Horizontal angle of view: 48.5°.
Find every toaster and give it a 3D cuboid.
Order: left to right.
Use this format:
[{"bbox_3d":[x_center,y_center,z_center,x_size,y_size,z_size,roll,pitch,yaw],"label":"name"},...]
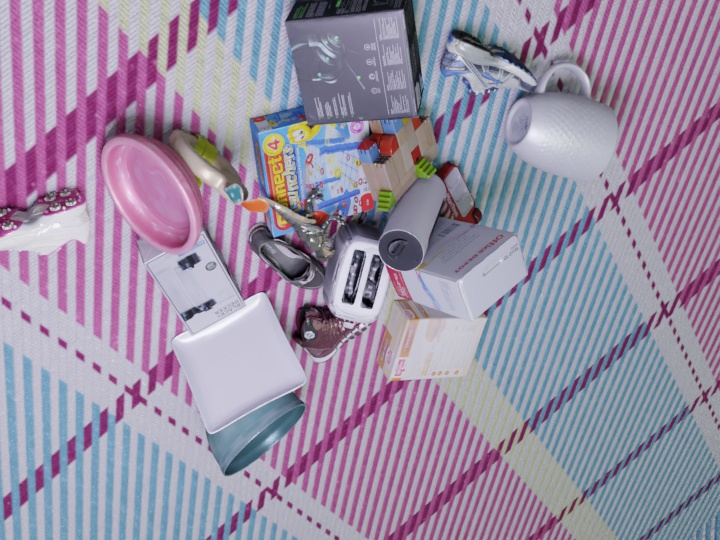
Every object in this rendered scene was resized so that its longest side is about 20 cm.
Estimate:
[{"bbox_3d":[0.000,0.000,1.452,0.111,0.129,0.204,14,101,-10],"label":"toaster"}]

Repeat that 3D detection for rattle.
[{"bbox_3d":[-0.243,-0.113,1.234,0.142,0.200,0.130,-41,158,-3],"label":"rattle"}]

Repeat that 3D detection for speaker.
[{"bbox_3d":[0.090,-0.086,1.358,0.079,0.201,0.083,9,126,13],"label":"speaker"}]

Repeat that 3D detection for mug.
[{"bbox_3d":[0.367,-0.281,1.480,0.172,0.147,0.205,9,97,-23],"label":"mug"}]

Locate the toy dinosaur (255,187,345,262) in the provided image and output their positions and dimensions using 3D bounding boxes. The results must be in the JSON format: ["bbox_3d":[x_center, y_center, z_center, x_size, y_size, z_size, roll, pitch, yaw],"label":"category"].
[{"bbox_3d":[-0.083,-0.085,1.365,0.088,0.048,0.200,-36,130,11],"label":"toy dinosaur"}]

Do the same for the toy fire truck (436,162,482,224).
[{"bbox_3d":[0.169,-0.081,1.536,0.169,0.111,0.201,-50,130,-16],"label":"toy fire truck"}]

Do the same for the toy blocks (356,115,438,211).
[{"bbox_3d":[0.061,-0.218,1.360,0.201,0.098,0.139,-49,134,-34],"label":"toy blocks"}]

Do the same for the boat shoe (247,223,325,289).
[{"bbox_3d":[-0.129,-0.011,1.456,0.067,0.057,0.199,-45,129,7],"label":"boat shoe"}]

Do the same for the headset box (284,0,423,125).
[{"bbox_3d":[-0.011,-0.327,1.234,0.195,0.094,0.177,-3,129,14],"label":"headset box"}]

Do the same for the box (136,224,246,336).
[{"bbox_3d":[-0.285,0.008,1.371,0.115,0.060,0.202,-27,137,-7],"label":"box"}]

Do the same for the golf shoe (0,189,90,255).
[{"bbox_3d":[-0.510,-0.053,1.228,0.196,0.076,0.093,-18,131,-14],"label":"golf shoe"}]

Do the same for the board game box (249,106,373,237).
[{"bbox_3d":[-0.079,-0.178,1.370,0.192,0.056,0.203,-17,127,-16],"label":"board game box"}]

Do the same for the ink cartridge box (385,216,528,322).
[{"bbox_3d":[0.158,-0.006,1.341,0.145,0.199,0.084,-36,119,-23],"label":"ink cartridge box"}]

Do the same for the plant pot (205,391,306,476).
[{"bbox_3d":[-0.219,0.271,1.524,0.199,0.135,0.201,-39,165,-12],"label":"plant pot"}]

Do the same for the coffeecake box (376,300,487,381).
[{"bbox_3d":[0.149,0.146,1.689,0.196,0.073,0.156,1,121,-27],"label":"coffeecake box"}]

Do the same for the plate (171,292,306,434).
[{"bbox_3d":[-0.221,0.167,1.455,0.197,0.202,0.032,-27,156,-7],"label":"plate"}]

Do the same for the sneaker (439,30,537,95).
[{"bbox_3d":[0.221,-0.349,1.407,0.196,0.078,0.086,16,124,-26],"label":"sneaker"}]

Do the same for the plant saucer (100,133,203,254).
[{"bbox_3d":[-0.311,-0.122,1.225,0.051,0.197,0.204,-43,138,-38],"label":"plant saucer"}]

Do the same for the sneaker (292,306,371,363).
[{"bbox_3d":[-0.052,0.085,1.549,0.200,0.076,0.115,-46,126,8],"label":"sneaker"}]
